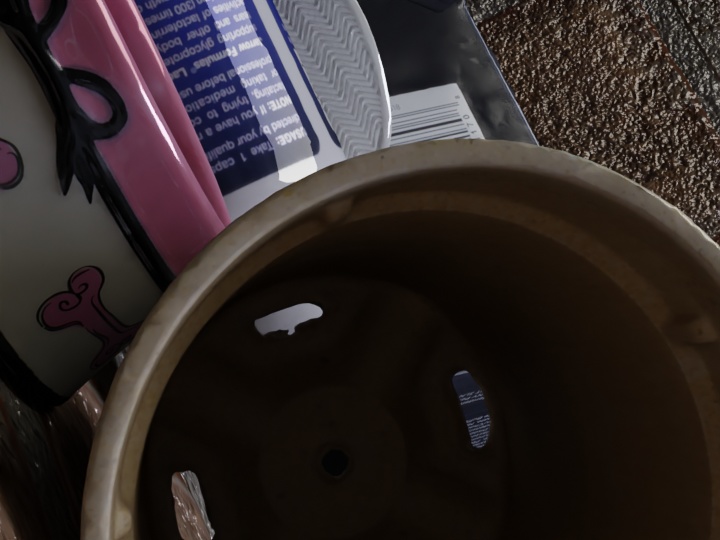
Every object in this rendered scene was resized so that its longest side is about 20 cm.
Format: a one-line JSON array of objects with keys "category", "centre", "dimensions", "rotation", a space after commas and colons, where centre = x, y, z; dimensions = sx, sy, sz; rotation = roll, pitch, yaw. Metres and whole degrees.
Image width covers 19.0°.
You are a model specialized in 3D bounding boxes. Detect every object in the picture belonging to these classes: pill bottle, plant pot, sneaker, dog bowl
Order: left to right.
[{"category": "dog bowl", "centre": [-0.103, -0.065, 0.648], "dimensions": [0.201, 0.074, 0.200], "rotation": [64, 1, -1]}, {"category": "pill bottle", "centre": [-0.073, -0.053, 0.795], "dimensions": [0.116, 0.115, 0.201], "rotation": [29, 36, -89]}, {"category": "sneaker", "centre": [-0.060, -0.120, 0.919], "dimensions": [0.201, 0.073, 0.116], "rotation": [59, -10, -11]}, {"category": "plant pot", "centre": [0.008, 0.065, 0.637], "dimensions": [0.201, 0.200, 0.183], "rotation": [64, -11, -7]}]

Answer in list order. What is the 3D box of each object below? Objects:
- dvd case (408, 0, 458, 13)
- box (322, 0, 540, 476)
[{"category": "dvd case", "centre": [-0.033, -0.209, 0.911], "dimensions": [0.142, 0.018, 0.201], "rotation": [13, 50, -53]}, {"category": "box", "centre": [0.000, 0.000, 1.022], "dimensions": [0.197, 0.117, 0.200], "rotation": [64, -32, 19]}]
